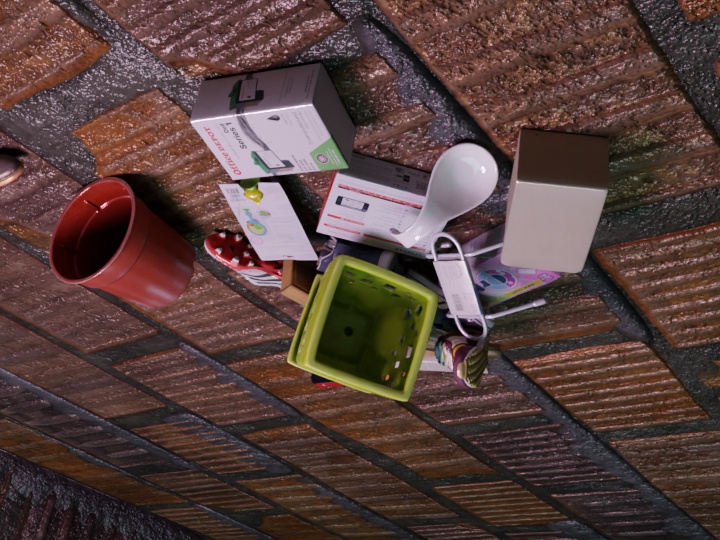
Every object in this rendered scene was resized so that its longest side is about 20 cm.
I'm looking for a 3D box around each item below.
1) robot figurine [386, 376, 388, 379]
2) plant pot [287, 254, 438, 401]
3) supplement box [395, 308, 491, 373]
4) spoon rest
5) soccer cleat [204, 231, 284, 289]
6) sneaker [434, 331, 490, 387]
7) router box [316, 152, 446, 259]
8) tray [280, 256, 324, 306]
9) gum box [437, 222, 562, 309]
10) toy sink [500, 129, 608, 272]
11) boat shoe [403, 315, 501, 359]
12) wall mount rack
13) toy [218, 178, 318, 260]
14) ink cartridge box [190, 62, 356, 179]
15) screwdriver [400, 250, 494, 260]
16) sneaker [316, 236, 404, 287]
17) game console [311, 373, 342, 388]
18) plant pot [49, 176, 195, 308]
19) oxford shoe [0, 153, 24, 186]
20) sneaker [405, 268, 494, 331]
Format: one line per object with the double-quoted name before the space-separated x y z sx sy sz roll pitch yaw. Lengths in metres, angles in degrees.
"robot figurine" 0.053 0.179 1.888 0.200 0.144 0.117 -16 114 37
"plant pot" -0.007 0.105 1.555 0.199 0.200 0.181 22 166 -17
"supplement box" 0.151 0.129 1.757 0.199 0.126 0.074 2 159 15
"spoon rest" 0.126 -0.108 1.375 0.099 0.061 0.200 38 109 -16
"soccer cleat" -0.207 -0.011 1.701 0.199 0.069 0.085 19 144 -24
"sneaker" 0.164 0.149 1.530 0.090 0.075 0.200 5 -173 16
"router box" 0.041 -0.104 1.486 0.199 0.049 0.180 15 149 -7
"tray" -0.059 0.039 1.702 0.200 0.099 0.037 30 133 -30
"gum box" 0.244 -0.010 1.564 0.113 0.066 0.200 29 144 -27
"toy sink" 0.288 -0.104 1.354 0.130 0.112 0.200 6 144 6
"boat shoe" 0.167 0.123 1.675 0.199 0.065 0.072 8 170 22
"wall mount rack" 0.200 0.014 1.477 0.173 0.075 0.201 -2 115 45
"toy" -0.152 -0.094 1.564 0.115 0.047 0.200 1 145 22
"ink cartridge box" -0.126 -0.213 1.320 0.199 0.085 0.146 -4 146 22
"screwdriver" 0.151 -0.026 1.559 0.200 0.028 0.029 7 152 39
"sneaker" 0.000 -0.002 1.651 0.146 0.077 0.202 14 161 14
"game console" -0.012 0.145 1.761 0.031 0.177 0.200 34 154 -26
"plant pot" -0.413 -0.034 1.619 0.200 0.201 0.195 -9 153 29
"oxford shoe" -0.676 -0.187 1.544 0.199 0.071 0.073 3 144 12
"sneaker" 0.149 0.075 1.631 0.200 0.080 0.078 32 -177 37
